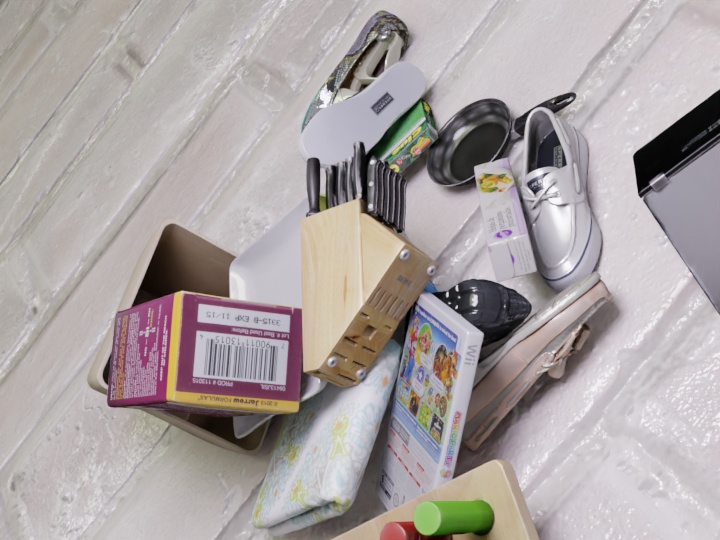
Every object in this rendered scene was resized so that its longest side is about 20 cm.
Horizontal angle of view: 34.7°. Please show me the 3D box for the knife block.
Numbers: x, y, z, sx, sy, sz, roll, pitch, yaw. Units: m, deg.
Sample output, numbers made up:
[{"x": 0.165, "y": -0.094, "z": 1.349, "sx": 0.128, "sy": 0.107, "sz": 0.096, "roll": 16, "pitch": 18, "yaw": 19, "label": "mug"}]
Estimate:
[{"x": -0.021, "y": -0.016, "z": 1.090, "sx": 0.175, "sy": 0.064, "sz": 0.201, "roll": 37, "pitch": 95, "yaw": 40, "label": "knife block"}]

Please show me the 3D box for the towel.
[{"x": -0.034, "y": 0.167, "z": 1.133, "sx": 0.200, "sy": 0.048, "sz": 0.172, "roll": -38, "pitch": 30, "yaw": 56, "label": "towel"}]

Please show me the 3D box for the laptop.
[{"x": 0.346, "y": -0.087, "z": 0.991, "sx": 0.187, "sy": 0.116, "sz": 0.200, "roll": -37, "pitch": 10, "yaw": 21, "label": "laptop"}]

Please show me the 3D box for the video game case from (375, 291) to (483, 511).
[{"x": 0.058, "y": 0.132, "z": 1.029, "sx": 0.143, "sy": 0.018, "sz": 0.201, "roll": -139, "pitch": 58, "yaw": -70, "label": "video game case"}]

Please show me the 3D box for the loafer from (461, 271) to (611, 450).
[{"x": 0.152, "y": 0.084, "z": 1.040, "sx": 0.200, "sy": 0.063, "sz": 0.072, "roll": -41, "pitch": -4, "yaw": 17, "label": "loafer"}]

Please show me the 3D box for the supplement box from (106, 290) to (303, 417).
[{"x": -0.155, "y": 0.087, "z": 1.133, "sx": 0.200, "sy": 0.130, "sz": 0.104, "roll": -14, "pitch": 70, "yaw": 59, "label": "supplement box"}]

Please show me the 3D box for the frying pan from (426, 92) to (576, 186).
[{"x": 0.149, "y": -0.157, "z": 1.248, "sx": 0.190, "sy": 0.031, "sz": 0.115, "roll": -35, "pitch": 38, "yaw": 23, "label": "frying pan"}]

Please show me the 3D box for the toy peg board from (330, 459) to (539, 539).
[{"x": 0.048, "y": 0.277, "z": 0.901, "sx": 0.199, "sy": 0.098, "sz": 0.201, "roll": -31, "pitch": 64, "yaw": 28, "label": "toy peg board"}]

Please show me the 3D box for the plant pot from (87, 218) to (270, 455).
[{"x": -0.206, "y": 0.087, "z": 1.327, "sx": 0.177, "sy": 0.199, "sz": 0.201, "roll": -19, "pitch": 47, "yaw": 57, "label": "plant pot"}]

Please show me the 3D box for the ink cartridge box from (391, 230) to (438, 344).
[{"x": 0.000, "y": 0.000, "z": 1.259, "sx": 0.116, "sy": 0.068, "sz": 0.200, "roll": -44, "pitch": 38, "yaw": 15, "label": "ink cartridge box"}]

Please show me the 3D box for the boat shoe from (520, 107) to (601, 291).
[{"x": 0.182, "y": -0.072, "z": 1.115, "sx": 0.073, "sy": 0.065, "sz": 0.201, "roll": -29, "pitch": 43, "yaw": 30, "label": "boat shoe"}]

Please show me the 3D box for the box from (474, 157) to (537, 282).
[{"x": 0.137, "y": -0.053, "z": 1.111, "sx": 0.038, "sy": 0.042, "sz": 0.200, "roll": -15, "pitch": 25, "yaw": 9, "label": "box"}]

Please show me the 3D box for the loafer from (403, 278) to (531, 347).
[{"x": 0.095, "y": 0.051, "z": 1.095, "sx": 0.200, "sy": 0.070, "sz": 0.069, "roll": 148, "pitch": 128, "yaw": -68, "label": "loafer"}]

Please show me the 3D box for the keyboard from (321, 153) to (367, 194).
[{"x": -0.007, "y": -0.131, "z": 1.348, "sx": 0.056, "sy": 0.011, "sz": 0.200, "roll": -39, "pitch": 12, "yaw": 34, "label": "keyboard"}]

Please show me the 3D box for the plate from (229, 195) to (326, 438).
[{"x": -0.080, "y": 0.053, "z": 1.172, "sx": 0.200, "sy": 0.032, "sz": 0.201, "roll": -35, "pitch": 53, "yaw": 53, "label": "plate"}]

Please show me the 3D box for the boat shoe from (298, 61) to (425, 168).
[{"x": -0.001, "y": -0.172, "z": 1.334, "sx": 0.200, "sy": 0.069, "sz": 0.057, "roll": -39, "pitch": 3, "yaw": -32, "label": "boat shoe"}]

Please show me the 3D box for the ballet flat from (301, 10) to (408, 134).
[{"x": -0.002, "y": -0.237, "z": 1.458, "sx": 0.201, "sy": 0.072, "sz": 0.072, "roll": -58, "pitch": 36, "yaw": -2, "label": "ballet flat"}]

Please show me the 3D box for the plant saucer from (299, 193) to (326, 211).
[{"x": -0.052, "y": 0.020, "z": 1.211, "sx": 0.200, "sy": 0.031, "sz": 0.201, "roll": -32, "pitch": 51, "yaw": 51, "label": "plant saucer"}]

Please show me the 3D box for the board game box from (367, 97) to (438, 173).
[{"x": 0.009, "y": -0.113, "z": 1.357, "sx": 0.200, "sy": 0.023, "sz": 0.105, "roll": -42, "pitch": 19, "yaw": 18, "label": "board game box"}]
